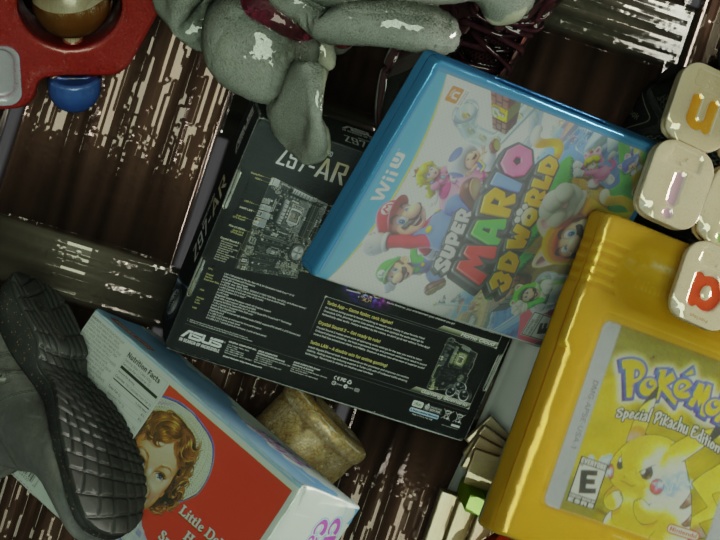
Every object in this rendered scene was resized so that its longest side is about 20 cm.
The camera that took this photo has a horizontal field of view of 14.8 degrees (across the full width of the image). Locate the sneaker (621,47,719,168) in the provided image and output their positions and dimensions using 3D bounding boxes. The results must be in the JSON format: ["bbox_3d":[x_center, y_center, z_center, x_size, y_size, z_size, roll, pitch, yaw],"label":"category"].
[{"bbox_3d":[0.260,-0.075,1.692,0.199,0.076,0.114,18,105,-2],"label":"sneaker"}]

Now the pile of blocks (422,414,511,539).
[{"bbox_3d":[0.115,0.117,1.693,0.082,0.062,0.200,43,94,-10],"label":"pile of blocks"}]

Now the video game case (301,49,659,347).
[{"bbox_3d":[0.076,-0.036,1.604,0.200,0.018,0.143,18,109,-40],"label":"video game case"}]

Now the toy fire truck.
[{"bbox_3d":[-0.210,-0.169,1.634,0.200,0.112,0.168,-1,126,-6],"label":"toy fire truck"}]

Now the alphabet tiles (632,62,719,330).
[{"bbox_3d":[0.262,-0.044,1.650,0.200,0.015,0.196,22,80,-17],"label":"alphabet tiles"}]

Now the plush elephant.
[{"bbox_3d":[-0.028,-0.155,1.582,0.165,0.200,0.155,54,137,19],"label":"plush elephant"}]

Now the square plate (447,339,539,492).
[{"bbox_3d":[0.161,0.139,1.747,0.198,0.028,0.200,22,98,-8],"label":"square plate"}]

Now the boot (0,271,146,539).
[{"bbox_3d":[-0.207,0.110,1.637,0.132,0.200,0.070,-41,137,19],"label":"boot"}]

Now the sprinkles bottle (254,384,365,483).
[{"bbox_3d":[-0.089,0.158,1.710,0.200,0.068,0.068,-44,100,3],"label":"sprinkles bottle"}]

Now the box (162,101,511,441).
[{"bbox_3d":[0.000,0.000,1.674,0.200,0.044,0.160,17,111,-14],"label":"box"}]

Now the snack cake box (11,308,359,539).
[{"bbox_3d":[-0.110,0.125,1.644,0.200,0.067,0.115,38,96,35],"label":"snack cake box"}]

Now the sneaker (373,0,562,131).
[{"bbox_3d":[0.072,-0.143,1.644,0.076,0.116,0.200,26,97,-9],"label":"sneaker"}]

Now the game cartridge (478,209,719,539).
[{"bbox_3d":[0.180,0.085,1.656,0.176,0.032,0.200,20,91,-25],"label":"game cartridge"}]
